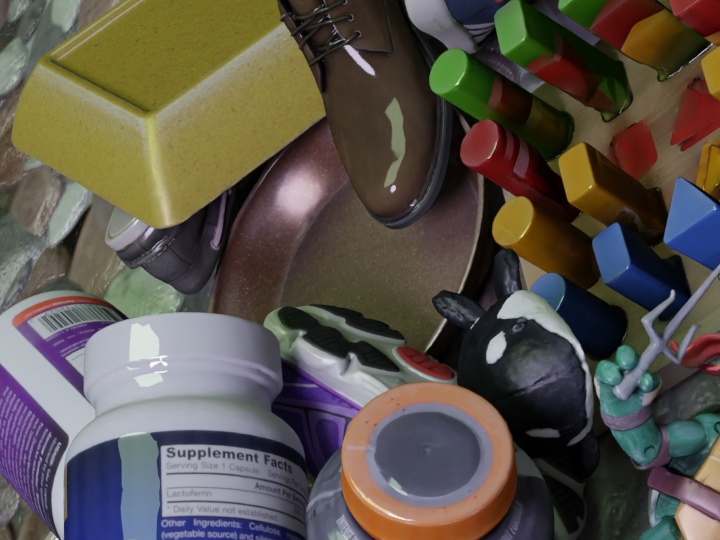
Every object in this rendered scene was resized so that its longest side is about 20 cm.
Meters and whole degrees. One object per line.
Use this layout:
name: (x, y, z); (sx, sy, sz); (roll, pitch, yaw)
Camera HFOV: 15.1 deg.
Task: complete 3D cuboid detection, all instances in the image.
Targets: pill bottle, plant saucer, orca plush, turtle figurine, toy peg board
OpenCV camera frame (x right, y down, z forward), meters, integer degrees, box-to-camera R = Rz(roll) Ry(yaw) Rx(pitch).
pill bottle: (-0.127, 0.097, 1.450); (0.112, 0.111, 0.200); (-58, 38, 4)
plant saucer: (0.000, 0.000, 1.429); (0.200, 0.037, 0.201); (-26, 51, 36)
orca plush: (0.051, 0.045, 1.223); (0.071, 0.105, 0.200); (-20, 19, -5)
turtle figurine: (0.158, 0.101, 1.147); (0.149, 0.101, 0.200); (25, 88, 11)
pill bottle: (-0.080, 0.127, 1.262); (0.116, 0.116, 0.201); (-23, 60, 38)
pill bottle: (0.031, 0.132, 1.171); (0.106, 0.200, 0.106); (-1, 52, 1)
plant saucer: (-0.087, -0.121, 1.514); (0.200, 0.049, 0.200); (-38, 33, -17)
toy peg board: (0.129, -0.063, 1.274); (0.200, 0.098, 0.200); (-37, 44, 28)

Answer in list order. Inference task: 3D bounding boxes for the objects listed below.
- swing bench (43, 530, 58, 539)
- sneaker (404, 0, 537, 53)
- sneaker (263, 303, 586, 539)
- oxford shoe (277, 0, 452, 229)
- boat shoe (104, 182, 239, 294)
swing bench: (-0.194, 0.259, 1.390); (0.130, 0.200, 0.199); (37, 101, 9)
sneaker: (0.070, -0.155, 1.369); (0.084, 0.200, 0.075); (-21, 93, 10)
sneaker: (0.026, 0.089, 1.310); (0.200, 0.081, 0.084); (33, 118, 37)
oxford shoe: (-0.009, -0.115, 1.399); (0.073, 0.084, 0.200); (-29, 65, 33)
boat shoe: (-0.092, -0.060, 1.544); (0.067, 0.057, 0.200); (-33, 23, 34)
